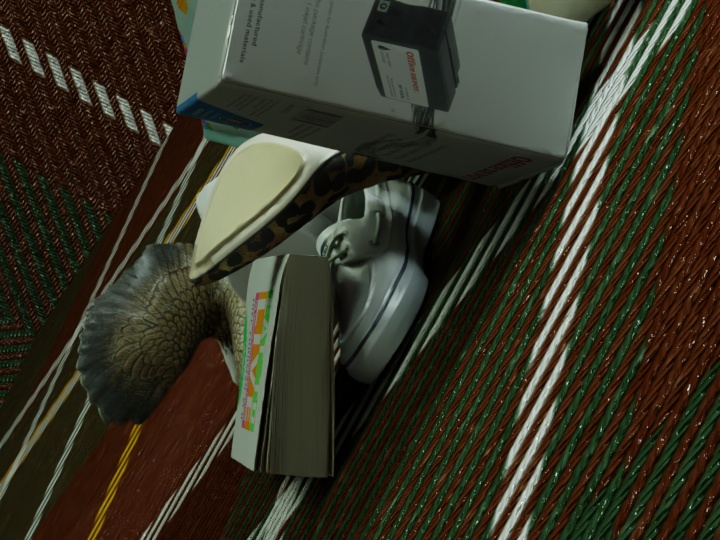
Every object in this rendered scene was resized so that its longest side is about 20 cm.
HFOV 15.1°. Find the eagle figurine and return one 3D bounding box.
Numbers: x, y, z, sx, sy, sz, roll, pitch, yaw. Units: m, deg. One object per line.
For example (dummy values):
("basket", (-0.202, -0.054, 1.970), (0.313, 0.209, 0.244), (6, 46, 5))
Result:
("eagle figurine", (-0.102, 0.034, 1.996), (0.152, 0.151, 0.200), (-44, 4, 23))

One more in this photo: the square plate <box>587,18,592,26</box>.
("square plate", (0.131, -0.188, 1.720), (0.200, 0.028, 0.198), (-61, 9, -13))

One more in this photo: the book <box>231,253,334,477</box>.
("book", (-0.048, 0.057, 1.704), (0.200, 0.048, 0.134), (168, 107, -82))

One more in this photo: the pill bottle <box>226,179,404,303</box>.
("pill bottle", (-0.030, -0.059, 1.911), (0.112, 0.112, 0.200), (-52, 11, 40))

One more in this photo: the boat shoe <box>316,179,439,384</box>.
("boat shoe", (0.000, 0.000, 1.705), (0.074, 0.067, 0.200), (-55, 10, 26))

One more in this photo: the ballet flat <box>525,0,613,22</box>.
("ballet flat", (0.162, -0.220, 1.563), (0.200, 0.069, 0.069), (-61, 9, -17))

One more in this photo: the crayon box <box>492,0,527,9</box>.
("crayon box", (0.109, -0.224, 1.682), (0.200, 0.058, 0.119), (-65, 10, -29))

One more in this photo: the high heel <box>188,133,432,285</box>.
("high heel", (-0.008, -0.045, 1.676), (0.200, 0.143, 0.071), (-50, 46, 1))

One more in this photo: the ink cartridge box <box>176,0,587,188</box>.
("ink cartridge box", (0.010, -0.113, 1.541), (0.145, 0.200, 0.084), (163, 119, -76))

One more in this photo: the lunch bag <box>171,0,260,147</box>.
("lunch bag", (-0.028, -0.164, 1.785), (0.122, 0.171, 0.200), (-30, 28, -31))
